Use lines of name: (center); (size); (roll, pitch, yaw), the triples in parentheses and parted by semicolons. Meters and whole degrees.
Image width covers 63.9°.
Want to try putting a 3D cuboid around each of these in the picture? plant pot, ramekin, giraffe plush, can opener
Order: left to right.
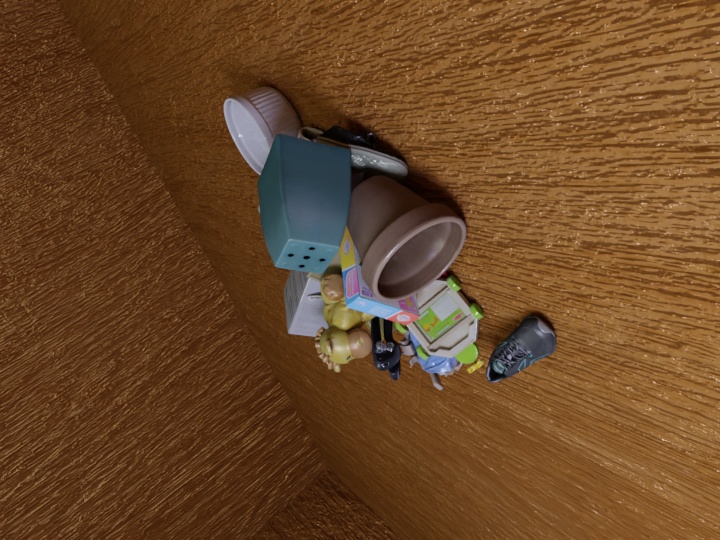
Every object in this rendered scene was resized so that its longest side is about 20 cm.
ramekin: (-0.217, -0.325, 1.335); (0.200, 0.105, 0.201); (44, 155, 27)
plant pot: (-0.099, -0.105, 1.018); (0.141, 0.140, 0.201); (128, 144, -51)
giraffe plush: (-0.031, 0.112, 1.170); (0.199, 0.163, 0.172); (-17, 144, 32)
can opener: (0.047, 0.142, 1.236); (0.200, 0.063, 0.079); (-101, 8, -51)
plant pot: (0.061, -0.074, 1.026); (0.175, 0.199, 0.201); (53, 160, 30)

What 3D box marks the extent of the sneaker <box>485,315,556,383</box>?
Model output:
sneaker: (0.280, 0.149, 1.024); (0.075, 0.079, 0.200); (47, 156, 19)

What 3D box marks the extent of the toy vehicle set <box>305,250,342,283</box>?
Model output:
toy vehicle set: (0.000, 0.000, 1.207); (0.199, 0.124, 0.027); (25, -148, -31)

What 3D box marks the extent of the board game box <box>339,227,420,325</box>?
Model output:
board game box: (0.032, -0.007, 1.109); (0.040, 0.152, 0.201); (-38, 46, 38)

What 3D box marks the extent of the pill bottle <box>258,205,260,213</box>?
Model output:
pill bottle: (-0.175, -0.117, 1.537); (0.200, 0.111, 0.111); (54, 158, 4)

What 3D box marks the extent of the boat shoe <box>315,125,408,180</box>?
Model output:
boat shoe: (0.006, -0.224, 1.079); (0.199, 0.062, 0.075); (24, 159, 27)

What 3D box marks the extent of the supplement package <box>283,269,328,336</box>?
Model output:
supplement package: (-0.077, 0.033, 1.340); (0.151, 0.151, 0.201); (-105, 31, -48)

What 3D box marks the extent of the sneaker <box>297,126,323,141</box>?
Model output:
sneaker: (-0.076, -0.224, 1.238); (0.201, 0.072, 0.114); (48, 154, 18)

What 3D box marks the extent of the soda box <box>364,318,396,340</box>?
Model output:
soda box: (0.019, 0.084, 1.488); (0.200, 0.064, 0.068); (51, 158, 9)

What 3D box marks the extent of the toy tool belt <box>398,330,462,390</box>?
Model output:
toy tool belt: (0.140, 0.143, 1.225); (0.124, 0.123, 0.201); (-20, 108, 32)

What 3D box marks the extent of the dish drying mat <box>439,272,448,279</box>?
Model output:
dish drying mat: (0.126, -0.038, 1.154); (0.077, 0.018, 0.201); (7, 128, 61)

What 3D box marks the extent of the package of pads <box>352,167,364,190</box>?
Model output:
package of pads: (-0.071, -0.140, 1.195); (0.120, 0.076, 0.201); (25, 119, 14)

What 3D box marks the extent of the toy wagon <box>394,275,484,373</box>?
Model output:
toy wagon: (0.169, 0.112, 1.139); (0.155, 0.040, 0.200); (-41, 85, 24)
